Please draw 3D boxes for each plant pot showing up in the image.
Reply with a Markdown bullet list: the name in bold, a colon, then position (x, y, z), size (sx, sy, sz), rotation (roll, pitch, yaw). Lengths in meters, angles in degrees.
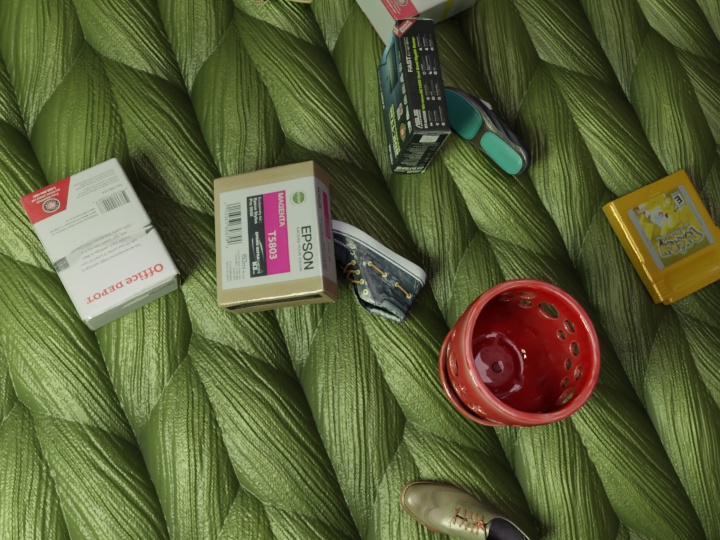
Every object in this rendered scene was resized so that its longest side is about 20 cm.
- **plant pot**: position (0.217, 0.127, 1.023), size (0.200, 0.183, 0.201), rotation (3, 75, -10)

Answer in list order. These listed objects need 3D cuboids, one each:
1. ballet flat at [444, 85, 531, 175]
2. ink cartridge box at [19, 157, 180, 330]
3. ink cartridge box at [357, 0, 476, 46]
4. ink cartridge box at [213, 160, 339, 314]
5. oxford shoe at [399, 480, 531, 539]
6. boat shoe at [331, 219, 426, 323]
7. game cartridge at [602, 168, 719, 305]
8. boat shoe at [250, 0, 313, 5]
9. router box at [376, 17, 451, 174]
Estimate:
- **ballet flat**: position (0.214, -0.241, 1.191), size (0.073, 0.073, 0.200), rotation (-41, 79, -18)
- **ink cartridge box**: position (-0.368, -0.036, 1.008), size (0.144, 0.084, 0.200), rotation (-28, 81, -17)
- **ink cartridge box**: position (0.099, -0.504, 1.227), size (0.200, 0.083, 0.145), rotation (-30, 82, -17)
- **ink cartridge box**: position (-0.126, -0.047, 1.033), size (0.164, 0.075, 0.201), rotation (-10, 75, 14)
- **oxford shoe**: position (0.155, 0.352, 1.005), size (0.199, 0.075, 0.071), rotation (21, 73, -4)
- **boat shoe**: position (0.000, 0.000, 1.074), size (0.200, 0.071, 0.091), rotation (28, 68, -4)
- **game cartridge**: position (0.539, -0.058, 1.215), size (0.176, 0.032, 0.200), rotation (-24, 79, -16)
- **boat shoe**: position (-0.169, -0.477, 1.179), size (0.199, 0.072, 0.065), rotation (14, 81, -4)
- **router box**: position (0.081, -0.275, 1.125), size (0.062, 0.150, 0.201), rotation (-4, 75, -12)
